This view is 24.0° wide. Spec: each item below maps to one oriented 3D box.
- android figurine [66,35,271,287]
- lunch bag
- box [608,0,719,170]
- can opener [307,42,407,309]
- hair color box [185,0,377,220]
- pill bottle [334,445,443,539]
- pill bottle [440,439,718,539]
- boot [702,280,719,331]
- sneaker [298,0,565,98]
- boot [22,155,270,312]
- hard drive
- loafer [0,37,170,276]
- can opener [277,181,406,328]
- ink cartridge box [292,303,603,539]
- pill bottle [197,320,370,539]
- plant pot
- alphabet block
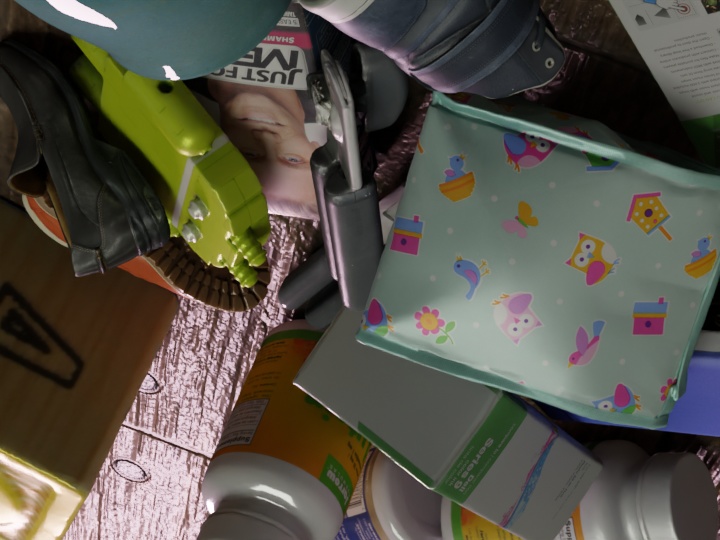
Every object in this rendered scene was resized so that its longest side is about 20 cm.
[{"bbox_3d":[-0.126,-0.077,1.130,0.200,0.041,0.182,53,160,6],"label":"android figurine"},{"bbox_3d":[0.119,-0.009,1.027,0.199,0.122,0.171,18,101,7],"label":"lunch bag"},{"bbox_3d":[0.221,-0.146,0.945,0.144,0.036,0.200,-9,132,36],"label":"box"},{"bbox_3d":[0.006,-0.059,1.066,0.066,0.054,0.201,-18,139,-8],"label":"can opener"},{"bbox_3d":[-0.056,-0.122,1.100,0.099,0.061,0.201,9,142,19],"label":"hair color box"},{"bbox_3d":[-0.002,0.211,1.444,0.111,0.111,0.200,40,141,-22],"label":"pill bottle"},{"bbox_3d":[0.172,0.191,1.326,0.199,0.111,0.111,-10,133,36],"label":"pill bottle"},{"bbox_3d":[0.224,0.021,1.122,0.150,0.074,0.200,14,151,11],"label":"boot"},{"bbox_3d":[0.080,-0.185,0.909,0.146,0.077,0.202,32,110,-35],"label":"sneaker"},{"bbox_3d":[-0.164,-0.029,1.279,0.199,0.075,0.107,31,160,-17],"label":"boot"},{"bbox_3d":[0.193,0.074,1.128,0.199,0.026,0.132,3,154,35],"label":"hard drive"},{"bbox_3d":[-0.212,-0.081,1.159,0.200,0.072,0.073,49,160,27],"label":"loafer"},{"bbox_3d":[0.000,0.000,1.216,0.053,0.067,0.200,35,142,-15],"label":"can opener"},{"bbox_3d":[0.067,0.109,1.205,0.145,0.088,0.200,35,-179,34],"label":"ink cartridge box"},{"bbox_3d":[-0.056,0.148,1.305,0.110,0.201,0.111,14,143,11],"label":"pill bottle"},{"bbox_3d":[-0.125,-0.208,0.931,0.199,0.201,0.188,4,154,24],"label":"plant pot"},{"bbox_3d":[-0.288,0.094,1.375,0.195,0.201,0.196,27,144,-6],"label":"alphabet block"}]
